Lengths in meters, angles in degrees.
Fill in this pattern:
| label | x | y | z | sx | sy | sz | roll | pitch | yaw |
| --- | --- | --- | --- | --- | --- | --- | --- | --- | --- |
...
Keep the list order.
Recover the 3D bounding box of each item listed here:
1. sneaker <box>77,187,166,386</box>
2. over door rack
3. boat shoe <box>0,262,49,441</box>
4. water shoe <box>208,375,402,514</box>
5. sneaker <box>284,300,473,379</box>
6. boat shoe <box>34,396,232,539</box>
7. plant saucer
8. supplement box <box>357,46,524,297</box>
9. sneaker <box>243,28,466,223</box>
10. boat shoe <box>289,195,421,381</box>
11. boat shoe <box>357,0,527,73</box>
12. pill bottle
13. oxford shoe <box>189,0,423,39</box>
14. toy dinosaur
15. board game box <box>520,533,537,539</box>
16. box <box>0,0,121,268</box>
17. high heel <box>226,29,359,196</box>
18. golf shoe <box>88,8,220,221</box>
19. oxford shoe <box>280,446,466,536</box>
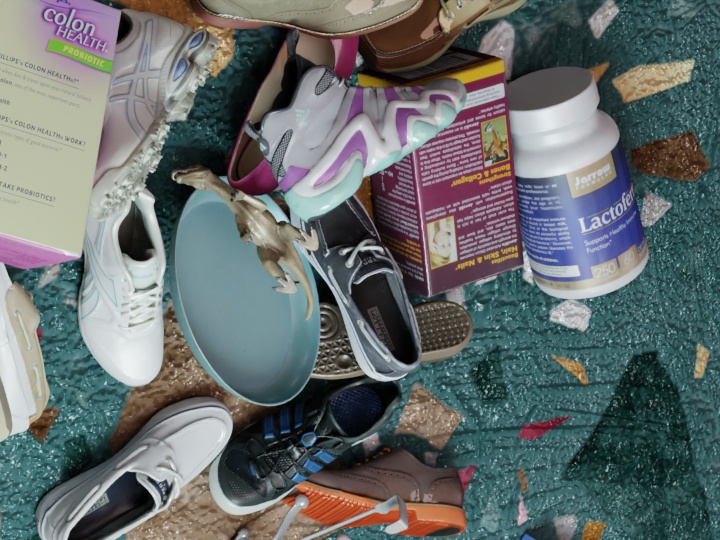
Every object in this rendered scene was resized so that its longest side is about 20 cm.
| label | x | y | z | sx | sy | sz | roll | pitch | yaw |
| --- | --- | --- | --- | --- | --- | --- | --- | --- | --- |
| sneaker | -0.196 | 0.010 | 1.526 | 0.070 | 0.080 | 0.201 | -20 | 116 | -29 |
| over door rack | 0.000 | 0.266 | 1.683 | 0.148 | 0.199 | 0.067 | 48 | 40 | -33 |
| boat shoe | -0.300 | 0.037 | 1.477 | 0.068 | 0.074 | 0.201 | -26 | 117 | -47 |
| water shoe | -0.051 | 0.147 | 1.654 | 0.200 | 0.079 | 0.072 | -32 | 82 | -29 |
| sneaker | 0.002 | 0.070 | 1.681 | 0.199 | 0.076 | 0.071 | -2 | 74 | -10 |
| boat shoe | -0.186 | 0.185 | 1.594 | 0.200 | 0.065 | 0.074 | -37 | 121 | -18 |
| plant saucer | -0.103 | 0.019 | 1.566 | 0.200 | 0.027 | 0.201 | 29 | 53 | -48 |
| supplement box | 0.074 | -0.091 | 1.667 | 0.110 | 0.086 | 0.201 | -18 | 113 | -27 |
| sneaker | -0.010 | -0.146 | 1.519 | 0.200 | 0.078 | 0.140 | -37 | 94 | -33 |
| boat shoe | 0.000 | 0.000 | 1.613 | 0.071 | 0.068 | 0.201 | -19 | 85 | -22 |
| boat shoe | 0.080 | -0.245 | 1.618 | 0.200 | 0.074 | 0.076 | -34 | 81 | -27 |
| pill bottle | 0.197 | -0.084 | 1.733 | 0.115 | 0.116 | 0.201 | -31 | 119 | -22 |
| oxford shoe | -0.039 | -0.234 | 1.513 | 0.199 | 0.075 | 0.071 | -5 | 79 | -11 |
| toy dinosaur | -0.071 | -0.025 | 1.529 | 0.058 | 0.101 | 0.200 | -43 | 121 | -2 |
| board game box | 0.180 | 0.395 | 1.912 | 0.152 | 0.045 | 0.201 | 34 | 84 | -36 |
| box | -0.291 | -0.121 | 1.375 | 0.175 | 0.096 | 0.201 | 16 | 75 | -36 |
| high heel | -0.060 | -0.158 | 1.553 | 0.201 | 0.067 | 0.096 | -63 | 167 | 10 |
| golf shoe | -0.192 | -0.127 | 1.459 | 0.097 | 0.078 | 0.201 | 27 | 52 | -4 |
| oxford shoe | 0.009 | 0.204 | 1.742 | 0.199 | 0.071 | 0.073 | 14 | 63 | -28 |
